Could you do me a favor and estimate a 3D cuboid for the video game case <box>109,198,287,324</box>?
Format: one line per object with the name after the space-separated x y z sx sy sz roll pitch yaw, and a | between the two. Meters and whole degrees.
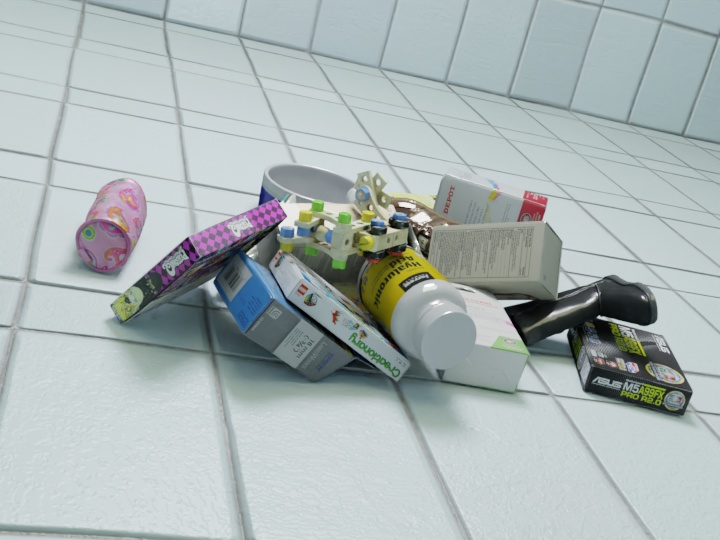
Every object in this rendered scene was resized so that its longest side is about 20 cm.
-0.211 -0.014 1.302 0.036 0.180 0.199 56 34 2 | video game case

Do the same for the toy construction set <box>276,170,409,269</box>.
-0.009 -0.062 1.340 0.129 0.094 0.199 15 32 29 | toy construction set

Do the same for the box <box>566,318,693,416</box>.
0.413 0.141 1.535 0.157 0.045 0.201 14 21 -1 | box

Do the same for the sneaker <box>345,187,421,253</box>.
0.045 -0.076 1.641 0.077 0.100 0.201 -34 69 -15 | sneaker

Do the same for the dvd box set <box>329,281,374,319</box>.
0.000 0.000 1.506 0.144 0.030 0.202 1 50 -31 | dvd box set

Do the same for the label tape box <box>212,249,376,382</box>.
-0.087 0.074 1.297 0.199 0.064 0.144 38 6 -35 | label tape box

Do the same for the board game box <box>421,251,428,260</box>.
0.119 -0.019 1.732 0.197 0.035 0.135 24 23 20 | board game box

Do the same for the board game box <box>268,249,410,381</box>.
-0.028 0.057 1.308 0.199 0.035 0.126 39 5 -24 | board game box

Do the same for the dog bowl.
-0.085 -0.121 1.778 0.196 0.080 0.201 13 22 -5 | dog bowl

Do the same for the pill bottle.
0.078 0.050 1.339 0.109 0.114 0.200 5 21 -26 | pill bottle

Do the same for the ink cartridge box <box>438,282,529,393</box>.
0.160 0.092 1.447 0.115 0.069 0.201 12 23 -13 | ink cartridge box

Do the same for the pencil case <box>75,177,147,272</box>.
-0.366 -0.070 1.460 0.086 0.089 0.201 11 21 -10 | pencil case

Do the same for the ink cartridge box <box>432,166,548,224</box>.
0.232 -0.091 1.832 0.196 0.149 0.083 19 20 8 | ink cartridge box

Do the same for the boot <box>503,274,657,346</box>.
0.334 0.068 1.521 0.196 0.067 0.165 -14 11 -11 | boot

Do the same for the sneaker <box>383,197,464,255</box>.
0.108 -0.069 1.704 0.196 0.072 0.076 17 27 7 | sneaker

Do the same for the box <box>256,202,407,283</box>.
-0.043 -0.039 1.424 0.196 0.096 0.079 0 51 -26 | box

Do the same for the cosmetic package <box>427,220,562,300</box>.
0.211 -0.012 1.562 0.196 0.106 0.087 0 -20 33 | cosmetic package

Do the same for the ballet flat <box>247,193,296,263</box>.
-0.134 -0.029 1.474 0.068 0.070 0.201 22 53 17 | ballet flat

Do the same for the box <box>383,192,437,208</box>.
0.135 -0.116 1.960 0.197 0.051 0.075 -2 28 -37 | box
